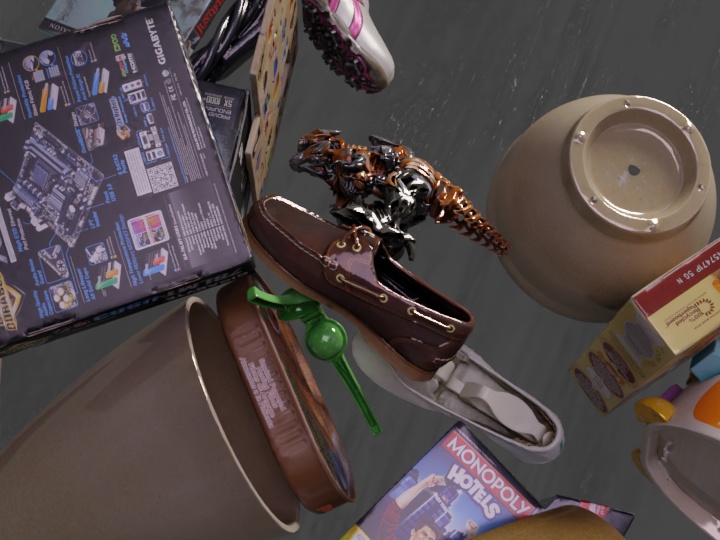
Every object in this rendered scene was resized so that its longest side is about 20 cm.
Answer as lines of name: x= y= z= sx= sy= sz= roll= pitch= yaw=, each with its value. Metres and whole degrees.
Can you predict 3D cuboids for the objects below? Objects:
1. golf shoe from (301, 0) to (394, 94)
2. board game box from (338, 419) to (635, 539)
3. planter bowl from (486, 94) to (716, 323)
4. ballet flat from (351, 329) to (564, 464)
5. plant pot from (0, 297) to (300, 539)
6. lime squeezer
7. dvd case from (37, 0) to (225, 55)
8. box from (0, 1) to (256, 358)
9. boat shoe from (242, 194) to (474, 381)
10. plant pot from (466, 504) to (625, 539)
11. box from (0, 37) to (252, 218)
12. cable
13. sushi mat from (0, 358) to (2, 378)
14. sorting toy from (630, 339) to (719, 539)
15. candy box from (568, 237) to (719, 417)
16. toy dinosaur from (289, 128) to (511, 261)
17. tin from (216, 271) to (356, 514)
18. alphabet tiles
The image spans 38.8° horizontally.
golf shoe: x=-0.019 y=-0.256 z=0.940 sx=0.092 sy=0.073 sz=0.201 roll=-31 pitch=79 yaw=-14
board game box: x=0.110 y=0.230 z=0.818 sx=0.200 sy=0.062 sz=0.200 roll=-41 pitch=81 yaw=-15
planter bowl: x=0.219 y=-0.067 z=0.874 sx=0.198 sy=0.135 sz=0.202 roll=1 pitch=75 yaw=-5
ballet flat: x=0.085 y=0.095 z=0.852 sx=0.199 sy=0.069 sz=0.070 roll=30 pitch=74 yaw=5
plant pot: x=-0.174 y=0.148 z=0.765 sx=0.199 sy=0.187 sz=0.188 roll=-26 pitch=77 yaw=4
lime squeezer: x=-0.033 y=0.054 z=0.825 sx=0.038 sy=0.200 sz=0.071 roll=-37 pitch=40 yaw=1
dvd case: x=-0.175 y=-0.267 z=0.899 sx=0.145 sy=0.022 sz=0.201 roll=24 pitch=77 yaw=21
box: x=-0.196 y=-0.064 z=0.716 sx=0.197 sy=0.050 sz=0.202 roll=-19 pitch=81 yaw=-3
boat shoe: x=0.000 y=0.000 z=0.800 sx=0.199 sy=0.070 sz=0.070 roll=36 pitch=35 yaw=-2
plant pot: x=0.102 y=0.256 z=0.698 sx=0.199 sy=0.187 sz=0.187 roll=-32 pitch=79 yaw=-26
box: x=-0.191 y=-0.094 z=0.832 sx=0.198 sy=0.164 sz=0.087 roll=12 pitch=73 yaw=-2
cable: x=-0.170 y=-0.227 z=0.914 sx=0.200 sy=0.051 sz=0.163 roll=-41 pitch=70 yaw=-2
sushi mat: x=-0.333 y=0.049 z=0.819 sx=0.095 sy=0.012 sz=0.201 roll=-5 pitch=51 yaw=-8
sorting toy: x=0.312 y=0.098 z=0.827 sx=0.106 sy=0.201 sz=0.180 roll=32 pitch=69 yaw=28
candy box: x=0.245 y=0.045 z=0.809 sx=0.115 sy=0.200 sz=0.055 roll=-31 pitch=74 yaw=-12
toy dinosaur: x=0.029 y=-0.061 z=0.879 sx=0.198 sy=0.103 sz=0.136 roll=9 pitch=49 yaw=26
tin: x=-0.060 y=0.097 z=0.815 sx=0.042 sy=0.112 sz=0.201 roll=-24 pitch=77 yaw=0
alphabet tiles: x=-0.073 y=-0.159 z=0.841 sx=0.007 sy=0.200 sz=0.169 roll=11 pitch=73 yaw=1
